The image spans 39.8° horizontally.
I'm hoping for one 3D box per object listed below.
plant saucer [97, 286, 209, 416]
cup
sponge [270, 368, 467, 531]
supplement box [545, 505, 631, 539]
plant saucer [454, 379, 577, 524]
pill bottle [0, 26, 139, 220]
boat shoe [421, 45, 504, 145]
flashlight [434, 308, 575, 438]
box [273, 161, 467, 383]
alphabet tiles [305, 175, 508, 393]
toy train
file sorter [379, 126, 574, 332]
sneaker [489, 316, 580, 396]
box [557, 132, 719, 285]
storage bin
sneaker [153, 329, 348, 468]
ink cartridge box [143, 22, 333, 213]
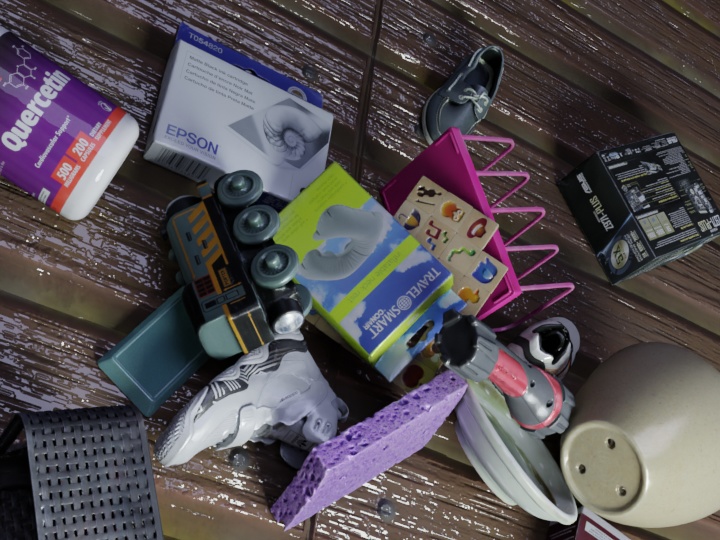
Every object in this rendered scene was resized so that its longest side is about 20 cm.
[{"bbox_3d":[-0.161,0.051,0.958,0.070,0.019,0.200,46,49,-3],"label":"plant saucer"},{"bbox_3d":[0.293,0.192,1.065,0.142,0.200,0.202,-14,72,-46],"label":"cup"},{"bbox_3d":[0.011,0.168,0.947,0.199,0.112,0.030,-22,63,-41],"label":"sponge"},{"bbox_3d":[0.232,0.362,1.026,0.108,0.061,0.201,36,48,-11],"label":"supplement box"},{"bbox_3d":[0.149,0.187,1.042,0.201,0.050,0.200,50,12,-15],"label":"plant saucer"},{"bbox_3d":[-0.309,-0.142,0.902,0.199,0.112,0.113,34,49,-14],"label":"pill bottle"},{"bbox_3d":[0.138,-0.228,1.303,0.073,0.062,0.201,39,48,-10],"label":"boat shoe"},{"bbox_3d":[0.146,0.109,0.992,0.199,0.067,0.069,35,75,-47],"label":"flashlight"},{"bbox_3d":[0.000,0.000,1.013,0.122,0.048,0.200,-43,73,-11],"label":"box"},{"bbox_3d":[0.049,0.005,1.036,0.166,0.008,0.201,34,78,15],"label":"alphabet tiles"},{"bbox_3d":[-0.122,-0.010,0.940,0.113,0.086,0.201,-23,53,-7],"label":"toy train"},{"bbox_3d":[0.137,-0.038,1.142,0.124,0.139,0.202,-3,66,-39],"label":"file sorter"},{"bbox_3d":[0.220,0.091,1.147,0.074,0.080,0.199,54,31,9],"label":"sneaker"},{"bbox_3d":[0.396,-0.090,1.388,0.198,0.086,0.165,-18,75,-40],"label":"box"},{"bbox_3d":[-0.213,0.215,0.744,0.093,0.135,0.203,1,63,-34],"label":"storage bin"},{"bbox_3d":[-0.091,0.140,0.915,0.115,0.075,0.200,49,44,2],"label":"sneaker"},{"bbox_3d":[-0.125,-0.170,1.097,0.198,0.041,0.202,22,53,-24],"label":"ink cartridge box"}]
